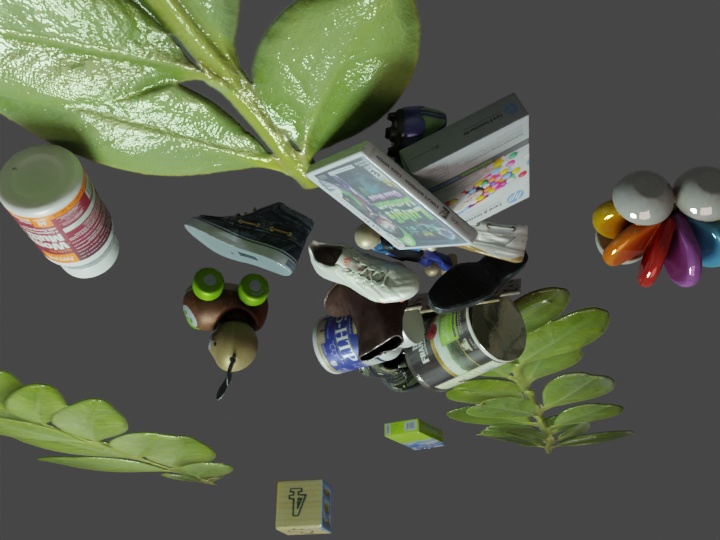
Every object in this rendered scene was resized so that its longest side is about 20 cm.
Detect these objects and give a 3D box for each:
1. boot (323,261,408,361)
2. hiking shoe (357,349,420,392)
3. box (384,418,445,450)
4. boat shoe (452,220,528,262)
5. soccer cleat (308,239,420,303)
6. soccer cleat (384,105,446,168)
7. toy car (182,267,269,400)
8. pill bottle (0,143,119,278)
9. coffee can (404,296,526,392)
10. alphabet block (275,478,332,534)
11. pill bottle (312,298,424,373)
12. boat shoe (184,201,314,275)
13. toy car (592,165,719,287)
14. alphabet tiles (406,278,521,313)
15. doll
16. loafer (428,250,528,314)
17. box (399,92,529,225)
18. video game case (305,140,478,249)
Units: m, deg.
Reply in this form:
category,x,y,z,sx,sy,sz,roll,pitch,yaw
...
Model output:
category,x,y,z,sx,sy,sz,roll,pitch,yaw
boot,0.001,0.082,1.196,0.199,0.168,0.072,-28,129,35
hiking shoe,0.088,0.226,1.575,0.199,0.077,0.100,22,148,-35
box,0.173,0.514,2.150,0.121,0.048,0.200,-15,149,27
boat shoe,0.155,-0.069,1.039,0.198,0.070,0.071,15,-175,6
soccer cleat,0.000,0.000,1.100,0.198,0.070,0.078,16,156,29
soccer cleat,0.072,-0.137,0.905,0.083,0.065,0.201,-2,152,-2
toy car,-0.247,0.125,1.241,0.156,0.202,0.165,7,151,-16
pill bottle,-0.411,-0.074,0.960,0.108,0.111,0.201,0,152,-1
coffee can,0.201,0.137,1.336,0.145,0.148,0.200,16,147,-29
alphabet block,-0.234,0.996,2.891,0.197,0.198,0.196,-6,150,10
pill bottle,0.017,0.122,1.330,0.198,0.121,0.119,-20,147,31
boat shoe,-0.167,-0.063,1.042,0.198,0.092,0.071,20,159,21
toy car,0.442,-0.048,0.990,0.197,0.152,0.176,-3,152,5
alphabet tiles,0.180,0.042,1.197,0.198,0.006,0.166,-9,-170,15
doll,0.070,-0.036,1.084,0.199,0.049,0.136,19,171,-40
loafer,0.188,0.024,1.117,0.199,0.073,0.073,-24,154,-25
box,0.141,-0.123,0.890,0.155,0.041,0.200,-26,155,2
video game case,0.033,-0.088,0.889,0.181,0.023,0.200,37,166,-19
